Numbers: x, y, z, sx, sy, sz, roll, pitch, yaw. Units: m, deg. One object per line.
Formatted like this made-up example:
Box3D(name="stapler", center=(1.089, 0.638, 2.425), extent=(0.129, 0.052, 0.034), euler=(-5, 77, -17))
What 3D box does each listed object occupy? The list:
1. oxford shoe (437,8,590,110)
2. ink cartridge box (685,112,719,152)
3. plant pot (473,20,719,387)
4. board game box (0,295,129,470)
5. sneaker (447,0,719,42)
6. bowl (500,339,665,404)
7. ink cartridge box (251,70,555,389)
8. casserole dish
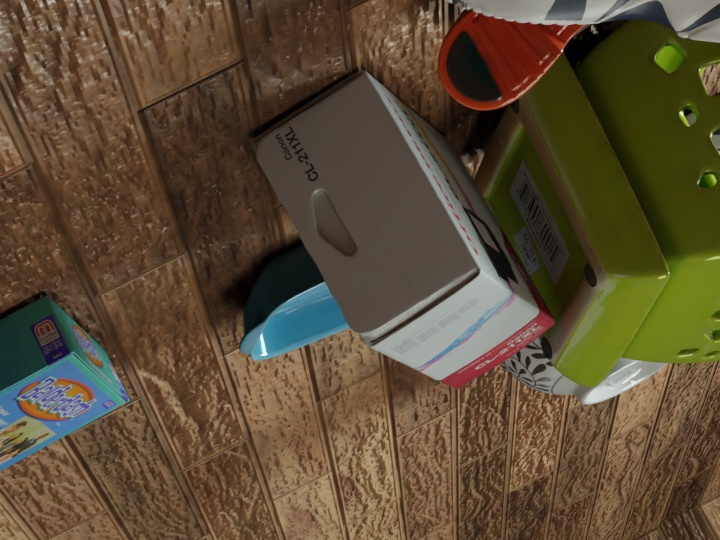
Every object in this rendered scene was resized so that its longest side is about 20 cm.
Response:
Box3D(name="oxford shoe", center=(0.122, -0.172, 1.441), extent=(0.200, 0.071, 0.073), euler=(-37, -168, 13))
Box3D(name="ink cartridge box", center=(0.281, -0.103, 1.925), extent=(0.200, 0.039, 0.099), euler=(-25, 164, -8))
Box3D(name="plant pot", center=(0.188, -0.050, 1.661), extent=(0.181, 0.200, 0.199), euler=(-16, 159, -18))
Box3D(name="board game box", center=(-0.255, 0.096, 1.636), extent=(0.200, 0.045, 0.152), euler=(-28, 163, 0))
Box3D(name="sneaker", center=(0.128, -0.193, 1.356), extent=(0.198, 0.130, 0.080), euler=(8, -166, 3))
Box3D(name="bowl", center=(0.197, 0.049, 2.150), extent=(0.200, 0.094, 0.201), euler=(-25, 163, -8))
Box3D(name="ink cartridge box", center=(0.030, -0.020, 1.568), extent=(0.083, 0.146, 0.200), euler=(-32, 164, 9))
Box3D(name="casserole dish", center=(0.000, 0.000, 1.776), extent=(0.199, 0.039, 0.121), euler=(-21, 163, -21))
